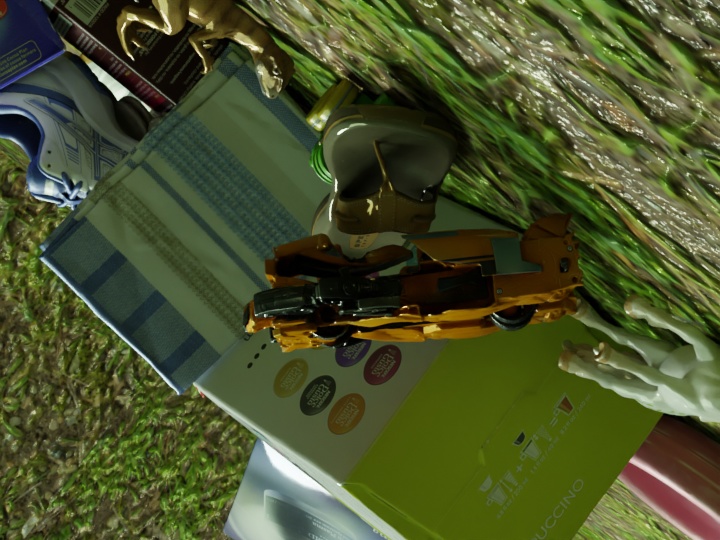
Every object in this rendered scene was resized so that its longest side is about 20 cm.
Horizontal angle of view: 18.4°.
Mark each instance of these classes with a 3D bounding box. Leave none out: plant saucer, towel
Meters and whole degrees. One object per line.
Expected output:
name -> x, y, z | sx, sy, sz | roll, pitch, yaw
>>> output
plant saucer -> 0.266, 0.171, 1.649 | 0.200, 0.051, 0.201 | 37, 174, 5
towel -> -0.102, -0.034, 1.501 | 0.147, 0.200, 0.024 | 44, -176, -10

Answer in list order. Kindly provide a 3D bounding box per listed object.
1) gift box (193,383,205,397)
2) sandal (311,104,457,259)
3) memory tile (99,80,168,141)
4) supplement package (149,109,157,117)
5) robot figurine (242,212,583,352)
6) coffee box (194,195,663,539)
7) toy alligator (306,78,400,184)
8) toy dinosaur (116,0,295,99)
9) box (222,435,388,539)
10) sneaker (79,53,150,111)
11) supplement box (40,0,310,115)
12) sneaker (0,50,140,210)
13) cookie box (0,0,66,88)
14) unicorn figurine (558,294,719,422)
gift box -> -0.033, 0.063, 1.968 | 0.199, 0.186, 0.186 | 25, 175, 46
sandal -> 0.011, -0.038, 1.319 | 0.079, 0.054, 0.200 | 2, 153, -9
memory tile -> -0.145, -0.036, 1.616 | 0.153, 0.017, 0.202 | 22, 134, 46
supplement package -> -0.088, -0.044, 1.739 | 0.119, 0.122, 0.200 | 32, 171, 37
robot figurine -> 0.029, 0.010, 1.302 | 0.198, 0.059, 0.145 | -5, 168, 2
coffee box -> 0.052, 0.081, 1.519 | 0.200, 0.200, 0.197 | 43, 171, -37
toy alligator -> -0.011, -0.078, 1.404 | 0.059, 0.054, 0.200 | 39, 173, -8
toy dinosaur -> -0.120, -0.179, 1.368 | 0.200, 0.061, 0.106 | 36, 151, -33
box -> 0.014, 0.176, 1.757 | 0.199, 0.124, 0.199 | 30, 148, 6
sneaker -> -0.175, -0.126, 1.833 | 0.087, 0.076, 0.200 | 36, 173, 14
supplement box -> -0.130, -0.143, 1.554 | 0.200, 0.061, 0.109 | 40, 173, -9
sneaker -> -0.187, -0.061, 1.553 | 0.200, 0.088, 0.076 | 46, 146, 19
cookie box -> -0.321, -0.195, 1.497 | 0.201, 0.170, 0.075 | 62, 165, -11
unicorn figurine -> 0.195, 0.070, 1.319 | 0.137, 0.074, 0.200 | 29, -171, -13
